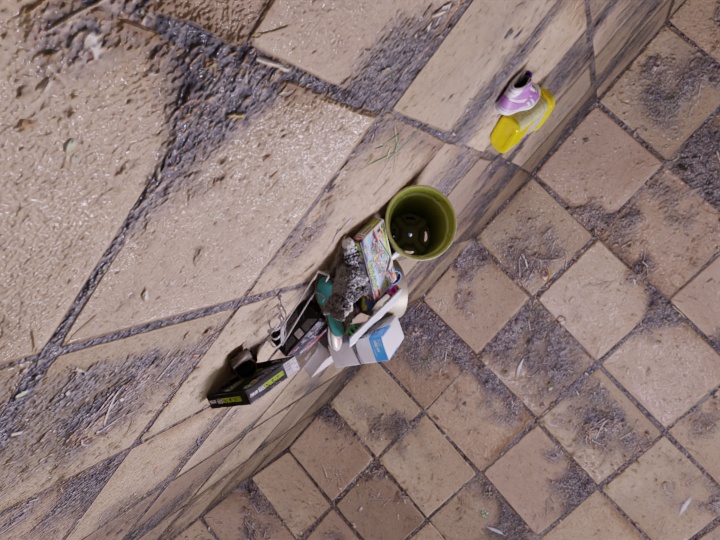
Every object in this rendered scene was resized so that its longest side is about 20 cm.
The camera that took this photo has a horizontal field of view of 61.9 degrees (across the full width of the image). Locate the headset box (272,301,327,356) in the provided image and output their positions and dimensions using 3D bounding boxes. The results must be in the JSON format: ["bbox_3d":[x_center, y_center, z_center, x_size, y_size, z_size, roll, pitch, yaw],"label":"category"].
[{"bbox_3d":[-0.164,0.173,1.772,0.149,0.075,0.200,-47,168,5],"label":"headset box"}]

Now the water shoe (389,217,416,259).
[{"bbox_3d":[0.120,-0.123,1.831,0.201,0.071,0.079,-53,149,2],"label":"water shoe"}]

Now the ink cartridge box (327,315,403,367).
[{"bbox_3d":[0.018,0.223,1.876,0.196,0.088,0.146,-12,-163,28],"label":"ink cartridge box"}]

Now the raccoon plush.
[{"bbox_3d":[-0.058,0.031,1.554,0.134,0.095,0.203,-48,131,-38],"label":"raccoon plush"}]

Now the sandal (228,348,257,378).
[{"bbox_3d":[-0.305,0.255,1.609,0.081,0.055,0.200,-41,171,-17],"label":"sandal"}]

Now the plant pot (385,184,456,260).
[{"bbox_3d":[0.153,-0.116,1.688,0.200,0.201,0.184,-42,178,-10],"label":"plant pot"}]

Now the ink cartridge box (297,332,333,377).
[{"bbox_3d":[-0.133,0.243,1.985,0.129,0.125,0.199,-52,166,30],"label":"ink cartridge box"}]

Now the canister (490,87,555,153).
[{"bbox_3d":[0.519,-0.482,1.935,0.199,0.087,0.149,-38,166,-26],"label":"canister"}]

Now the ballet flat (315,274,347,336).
[{"bbox_3d":[-0.082,0.089,1.675,0.067,0.204,0.063,-7,-153,10],"label":"ballet flat"}]

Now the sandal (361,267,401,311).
[{"bbox_3d":[0.061,0.043,1.771,0.081,0.085,0.202,91,22,-48],"label":"sandal"}]

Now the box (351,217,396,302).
[{"bbox_3d":[0.038,-0.027,1.617,0.110,0.034,0.203,-46,136,-35],"label":"box"}]

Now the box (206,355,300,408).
[{"bbox_3d":[-0.293,0.307,1.649,0.190,0.049,0.199,-14,-168,42],"label":"box"}]

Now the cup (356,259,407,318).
[{"bbox_3d":[0.042,0.065,1.918,0.140,0.204,0.201,-9,152,-25],"label":"cup"}]

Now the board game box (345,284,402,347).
[{"bbox_3d":[0.033,0.132,1.716,0.199,0.026,0.200,-43,171,-10],"label":"board game box"}]

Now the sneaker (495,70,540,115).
[{"bbox_3d":[0.473,-0.517,1.702,0.199,0.073,0.115,-36,162,-38],"label":"sneaker"}]

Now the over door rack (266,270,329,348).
[{"bbox_3d":[-0.168,0.092,1.533,0.200,0.066,0.148,-47,169,-23],"label":"over door rack"}]

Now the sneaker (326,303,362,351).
[{"bbox_3d":[-0.044,0.138,1.763,0.070,0.091,0.206,17,78,-77],"label":"sneaker"}]
